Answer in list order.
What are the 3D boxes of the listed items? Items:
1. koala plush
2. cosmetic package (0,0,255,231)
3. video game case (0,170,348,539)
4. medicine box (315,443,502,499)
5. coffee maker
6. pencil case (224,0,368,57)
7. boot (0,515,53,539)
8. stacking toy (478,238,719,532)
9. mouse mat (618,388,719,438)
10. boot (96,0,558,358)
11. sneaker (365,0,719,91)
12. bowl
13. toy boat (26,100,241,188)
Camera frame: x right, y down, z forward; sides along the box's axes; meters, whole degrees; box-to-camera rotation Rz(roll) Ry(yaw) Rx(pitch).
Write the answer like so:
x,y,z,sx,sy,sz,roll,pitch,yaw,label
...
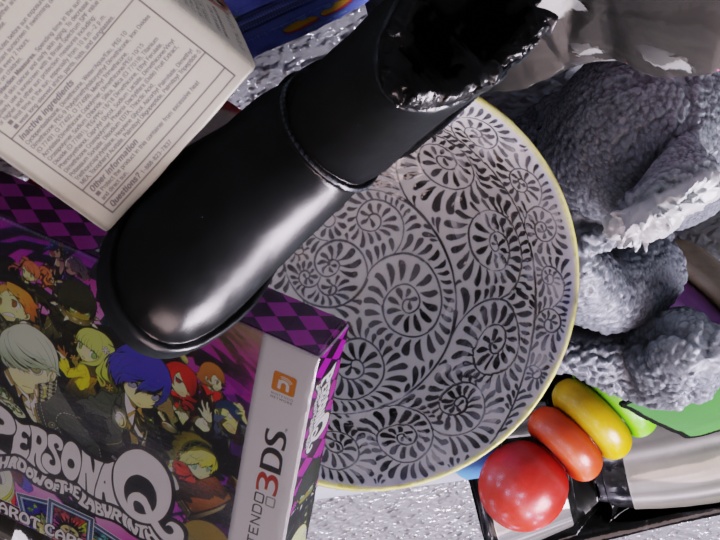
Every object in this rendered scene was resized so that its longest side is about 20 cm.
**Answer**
x,y,z,sx,sy,sz,roll,pitch,yaw,label
0.129,-0.048,1.313,0.182,0.179,0.200,9,152,-14,koala plush
-0.153,-0.121,1.068,0.103,0.087,0.200,-45,122,11,cosmetic package
-0.111,0.062,1.206,0.199,0.036,0.182,24,129,14,video game case
-0.017,0.053,1.521,0.198,0.104,0.182,-7,153,-5,medicine box
0.171,0.123,1.683,0.199,0.136,0.192,-13,153,7,coffee maker
-0.050,-0.133,1.176,0.199,0.087,0.078,-21,139,18,pencil case
-0.244,0.130,1.560,0.173,0.069,0.200,17,153,36,boot
0.150,0.078,1.541,0.200,0.085,0.085,-45,152,-8,stacking toy
0.242,0.063,1.474,0.160,0.008,0.200,-18,166,15,mouse mat
-0.013,-0.056,1.084,0.198,0.073,0.162,-45,-171,-35,boot
0.098,-0.137,1.230,0.199,0.087,0.081,7,125,13,sneaker
0.000,0.000,1.261,0.199,0.202,0.094,-5,-172,-9,bowl
-0.136,-0.019,1.328,0.199,0.131,0.131,-31,129,-3,toy boat
